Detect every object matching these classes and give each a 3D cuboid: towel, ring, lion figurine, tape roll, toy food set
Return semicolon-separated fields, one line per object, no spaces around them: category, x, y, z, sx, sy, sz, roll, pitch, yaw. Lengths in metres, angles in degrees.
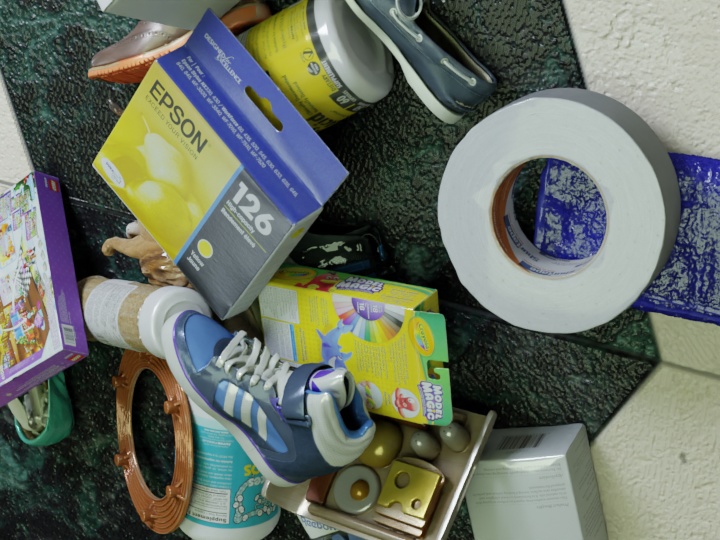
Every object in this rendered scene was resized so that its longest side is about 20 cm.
towel;0.248;-0.031;1.308;0.197;0.050;0.150;10;110;20
ring;-0.214;0.165;1.510;0.200;0.019;0.203;17;109;60
lion figurine;-0.194;-0.064;1.464;0.121;0.072;0.203;12;118;34
tape roll;0.168;-0.051;1.278;0.198;0.066;0.203;6;105;22
toy food set;0.016;0.172;1.387;0.198;0.060;0.145;13;71;35

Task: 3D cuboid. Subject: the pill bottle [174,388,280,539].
pill bottle;-0.132;0.197;1.502;0.109;0.111;0.203;11;111;19

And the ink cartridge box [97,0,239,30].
ink cartridge box;-0.171;-0.337;1.302;0.145;0.146;0.202;-35;72;27

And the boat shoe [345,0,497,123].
boat shoe;0.043;-0.223;1.319;0.062;0.075;0.201;-36;92;29

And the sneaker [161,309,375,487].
sneaker;-0.070;0.094;1.334;0.146;0.081;0.201;-32;100;39

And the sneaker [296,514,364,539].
sneaker;-0.004;0.202;1.467;0.199;0.081;0.116;-36;93;29

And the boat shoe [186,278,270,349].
boat shoe;-0.125;-0.005;1.431;0.072;0.065;0.202;-12;102;32

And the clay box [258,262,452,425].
clay box;0.003;0.066;1.356;0.198;0.048;0.116;10;118;31

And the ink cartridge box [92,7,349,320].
ink cartridge box;-0.129;-0.089;1.327;0.198;0.047;0.200;49;133;11

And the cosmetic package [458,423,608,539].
cosmetic package;0.171;0.254;1.412;0.111;0.081;0.203;-6;105;24

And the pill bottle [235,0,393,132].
pill bottle;-0.077;-0.169;1.365;0.198;0.111;0.112;-24;96;27

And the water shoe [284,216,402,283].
water shoe;0.000;0.000;1.409;0.199;0.071;0.080;30;111;10

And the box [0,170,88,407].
box;-0.348;0.019;1.522;0.136;0.039;0.202;-28;63;29

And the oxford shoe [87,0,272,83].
oxford shoe;-0.175;-0.231;1.420;0.198;0.071;0.074;-18;82;20

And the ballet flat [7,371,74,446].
ballet flat;-0.349;0.093;1.581;0.067;0.070;0.203;0;105;30

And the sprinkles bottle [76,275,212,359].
sprinkles bottle;-0.219;0.044;1.461;0.199;0.068;0.069;6;112;55
